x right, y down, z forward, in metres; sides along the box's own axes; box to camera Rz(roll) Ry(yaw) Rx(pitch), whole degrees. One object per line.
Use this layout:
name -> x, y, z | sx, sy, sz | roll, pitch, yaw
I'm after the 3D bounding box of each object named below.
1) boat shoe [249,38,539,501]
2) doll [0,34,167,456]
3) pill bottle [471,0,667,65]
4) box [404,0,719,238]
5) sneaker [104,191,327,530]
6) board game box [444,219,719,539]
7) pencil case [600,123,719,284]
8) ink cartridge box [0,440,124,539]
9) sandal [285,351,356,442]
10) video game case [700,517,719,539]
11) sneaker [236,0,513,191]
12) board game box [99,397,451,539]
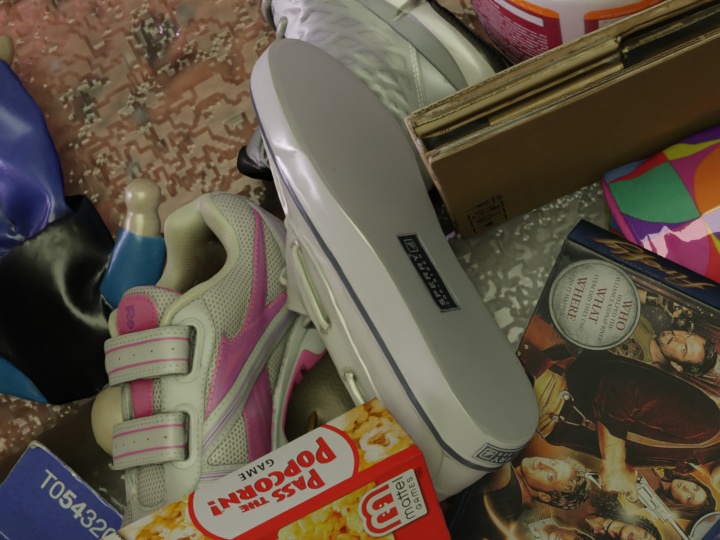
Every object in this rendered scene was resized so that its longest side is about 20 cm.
boat shoe -> 0.000, 0.000, 0.762 | 0.066, 0.072, 0.200 | -41, 71, 34
doll -> -0.139, -0.005, 0.841 | 0.136, 0.048, 0.201 | -32, 81, 24
pill bottle -> 0.094, -0.135, 0.753 | 0.112, 0.200, 0.114 | -1, 82, 8
box -> 0.104, -0.066, 0.743 | 0.163, 0.200, 0.021 | -24, 81, 4
sneaker -> -0.073, 0.052, 0.773 | 0.081, 0.088, 0.201 | -20, 44, 41
board game box -> 0.109, 0.098, 0.765 | 0.135, 0.035, 0.201 | 25, 111, 10
pencil case -> 0.200, -0.043, 0.789 | 0.199, 0.088, 0.089 | -24, 80, 2
ink cartridge box -> -0.132, 0.211, 0.800 | 0.196, 0.043, 0.200 | 39, 104, 11
sandal -> -0.046, 0.120, 0.813 | 0.080, 0.054, 0.200 | 33, 88, 11
video game case -> 0.183, 0.185, 0.722 | 0.181, 0.045, 0.200 | 37, 113, 4
sneaker -> -0.034, -0.102, 0.833 | 0.200, 0.075, 0.116 | 43, 99, 16
board game box -> -0.053, 0.158, 0.709 | 0.199, 0.046, 0.152 | -27, 123, -11
